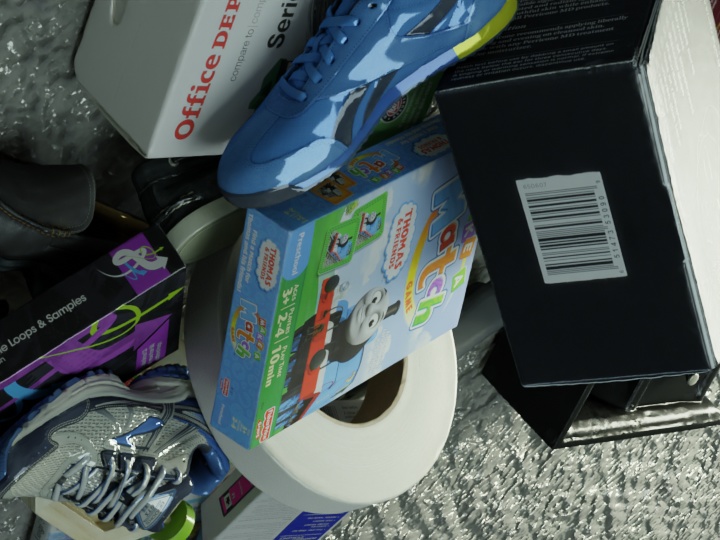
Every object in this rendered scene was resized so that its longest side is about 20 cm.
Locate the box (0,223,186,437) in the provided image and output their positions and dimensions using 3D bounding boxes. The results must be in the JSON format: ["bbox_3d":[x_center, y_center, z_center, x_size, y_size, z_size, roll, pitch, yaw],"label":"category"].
[{"bbox_3d":[-0.189,0.062,1.228,0.199,0.036,0.143,-32,166,-16],"label":"box"}]

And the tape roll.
[{"bbox_3d":[-0.021,0.048,1.359,0.202,0.205,0.037,-1,166,-43],"label":"tape roll"}]

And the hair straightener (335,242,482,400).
[{"bbox_3d":[0.012,0.026,1.453,0.199,0.077,0.041,-35,148,-12],"label":"hair straightener"}]

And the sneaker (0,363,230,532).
[{"bbox_3d":[-0.137,0.108,1.256,0.077,0.085,0.199,-42,164,27],"label":"sneaker"}]

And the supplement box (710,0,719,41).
[{"bbox_3d":[0.258,-0.182,1.490,0.199,0.061,0.109,-7,132,-40],"label":"supplement box"}]

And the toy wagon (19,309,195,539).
[{"bbox_3d":[-0.128,0.083,1.390,0.201,0.039,0.155,-53,135,-5],"label":"toy wagon"}]

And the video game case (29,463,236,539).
[{"bbox_3d":[-0.138,0.170,1.505,0.199,0.024,0.183,-11,134,-38],"label":"video game case"}]

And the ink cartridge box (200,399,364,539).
[{"bbox_3d":[-0.041,0.146,1.481,0.094,0.037,0.200,0,147,-33],"label":"ink cartridge box"}]

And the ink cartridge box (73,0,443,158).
[{"bbox_3d":[-0.041,-0.145,1.221,0.199,0.084,0.147,-7,131,-41],"label":"ink cartridge box"}]

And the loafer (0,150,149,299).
[{"bbox_3d":[-0.179,-0.038,1.206,0.072,0.073,0.200,-34,155,5],"label":"loafer"}]

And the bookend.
[{"bbox_3d":[0.222,0.021,1.636,0.199,0.092,0.200,-3,128,-43],"label":"bookend"}]

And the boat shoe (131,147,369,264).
[{"bbox_3d":[-0.059,-0.067,1.299,0.199,0.066,0.075,-30,166,-40],"label":"boat shoe"}]

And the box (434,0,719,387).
[{"bbox_3d":[0.142,-0.072,1.271,0.197,0.123,0.201,-63,141,-53],"label":"box"}]

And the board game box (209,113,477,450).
[{"bbox_3d":[0.000,0.000,1.279,0.199,0.036,0.152,-30,141,-45],"label":"board game box"}]

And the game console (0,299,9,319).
[{"bbox_3d":[-0.319,0.070,1.234,0.175,0.117,0.200,35,101,-23],"label":"game console"}]

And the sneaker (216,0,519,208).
[{"bbox_3d":[-0.007,-0.117,1.162,0.200,0.066,0.079,-40,132,-7],"label":"sneaker"}]

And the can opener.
[{"bbox_3d":[0.024,0.055,1.509,0.199,0.053,0.067,-29,99,-28],"label":"can opener"}]
